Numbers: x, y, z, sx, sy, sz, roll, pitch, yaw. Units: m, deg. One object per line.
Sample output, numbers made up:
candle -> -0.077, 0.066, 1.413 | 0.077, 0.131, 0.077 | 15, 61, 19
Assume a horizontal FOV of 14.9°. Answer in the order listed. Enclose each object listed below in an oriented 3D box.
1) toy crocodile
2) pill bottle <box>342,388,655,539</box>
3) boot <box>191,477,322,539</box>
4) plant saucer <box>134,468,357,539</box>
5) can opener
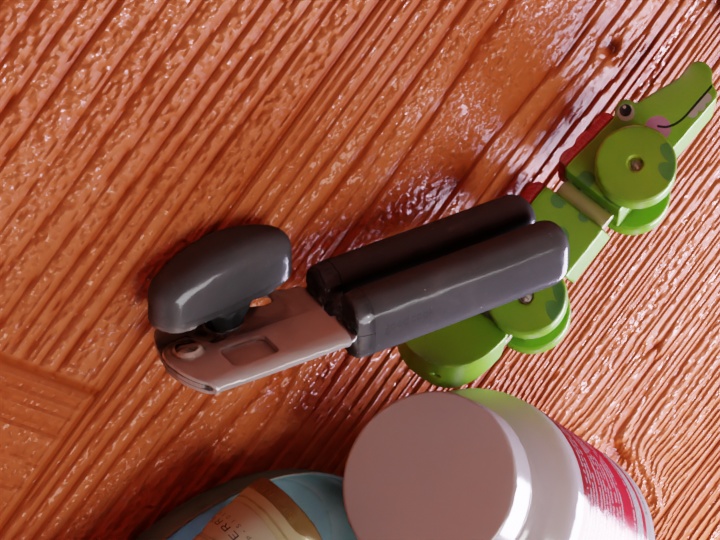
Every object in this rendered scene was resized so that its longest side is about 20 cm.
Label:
toy crocodile -> 0.097, -0.022, 1.308 | 0.200, 0.062, 0.068 | -49, 169, -3
pill bottle -> 0.065, 0.120, 1.334 | 0.112, 0.112, 0.200 | -50, 154, 2
boot -> -0.081, 0.205, 1.267 | 0.155, 0.072, 0.200 | -31, 137, -25
plant saucer -> -0.074, 0.172, 1.328 | 0.200, 0.027, 0.200 | -29, 140, -28
can opener -> 0.000, 0.000, 1.208 | 0.200, 0.053, 0.067 | -20, 128, -25
